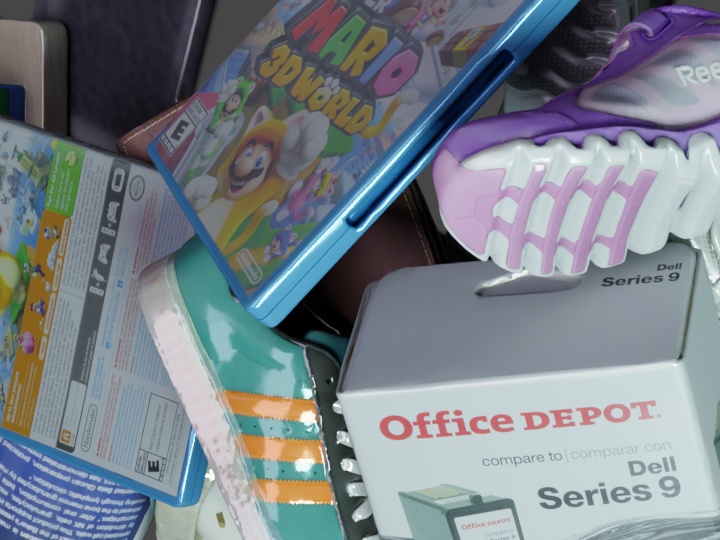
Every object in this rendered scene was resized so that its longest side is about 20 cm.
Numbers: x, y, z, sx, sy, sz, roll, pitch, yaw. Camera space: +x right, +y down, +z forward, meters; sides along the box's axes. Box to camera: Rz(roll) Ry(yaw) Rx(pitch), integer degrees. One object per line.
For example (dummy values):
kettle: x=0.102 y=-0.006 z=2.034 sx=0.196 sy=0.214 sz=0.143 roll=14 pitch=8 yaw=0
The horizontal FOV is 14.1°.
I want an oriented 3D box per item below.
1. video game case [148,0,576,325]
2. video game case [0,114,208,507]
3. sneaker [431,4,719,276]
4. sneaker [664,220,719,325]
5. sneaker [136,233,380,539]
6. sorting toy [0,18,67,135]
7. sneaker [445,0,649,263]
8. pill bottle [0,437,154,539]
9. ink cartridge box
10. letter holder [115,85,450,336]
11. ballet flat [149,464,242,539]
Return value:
video game case: x=0.003 y=-0.087 z=1.206 sx=0.200 sy=0.018 sz=0.143 roll=-47 pitch=36 yaw=8
video game case: x=-0.141 y=0.011 z=1.350 sx=0.199 sy=0.018 sz=0.144 roll=18 pitch=101 yaw=32
sneaker: x=0.113 y=-0.059 z=1.137 sx=0.081 sy=0.199 sz=0.089 roll=116 pitch=138 yaw=-54
sneaker: x=0.157 y=0.009 z=1.206 sx=0.076 sy=0.092 sz=0.201 roll=-33 pitch=75 yaw=36
sneaker: x=-0.018 y=0.068 z=1.241 sx=0.080 sy=0.071 sz=0.201 roll=-31 pitch=84 yaw=21
sorting toy: x=-0.250 y=-0.033 z=1.534 sx=0.198 sy=0.069 sz=0.201 roll=6 pitch=99 yaw=38
sneaker: x=0.095 y=-0.060 z=1.267 sx=0.074 sy=0.082 sz=0.201 roll=28 pitch=131 yaw=15
pill bottle: x=-0.153 y=0.100 z=1.445 sx=0.111 sy=0.111 sz=0.201 roll=40 pitch=117 yaw=28
ink cartridge box: x=0.085 y=0.098 z=1.198 sx=0.145 sy=0.084 sz=0.201 roll=-7 pitch=122 yaw=17
letter holder: x=0.000 y=0.000 z=1.325 sx=0.142 sy=0.100 sz=0.201 roll=-29 pitch=77 yaw=34
ballet flat: x=-0.065 y=0.125 z=1.395 sx=0.062 sy=0.067 sz=0.201 roll=30 pitch=136 yaw=21
